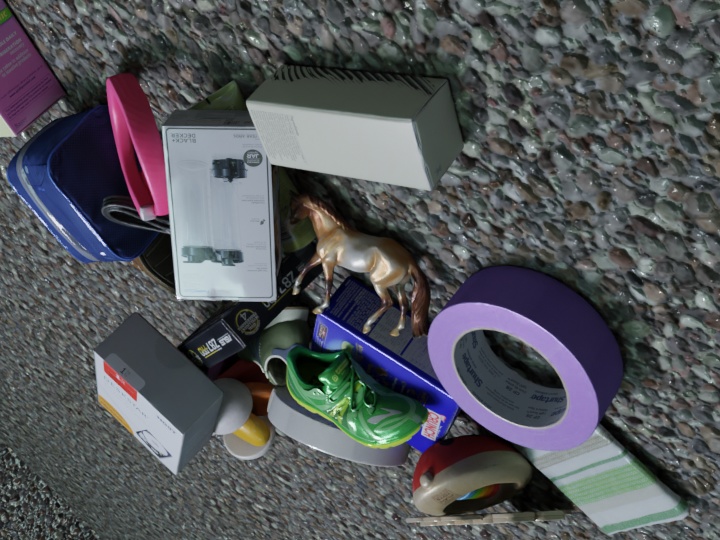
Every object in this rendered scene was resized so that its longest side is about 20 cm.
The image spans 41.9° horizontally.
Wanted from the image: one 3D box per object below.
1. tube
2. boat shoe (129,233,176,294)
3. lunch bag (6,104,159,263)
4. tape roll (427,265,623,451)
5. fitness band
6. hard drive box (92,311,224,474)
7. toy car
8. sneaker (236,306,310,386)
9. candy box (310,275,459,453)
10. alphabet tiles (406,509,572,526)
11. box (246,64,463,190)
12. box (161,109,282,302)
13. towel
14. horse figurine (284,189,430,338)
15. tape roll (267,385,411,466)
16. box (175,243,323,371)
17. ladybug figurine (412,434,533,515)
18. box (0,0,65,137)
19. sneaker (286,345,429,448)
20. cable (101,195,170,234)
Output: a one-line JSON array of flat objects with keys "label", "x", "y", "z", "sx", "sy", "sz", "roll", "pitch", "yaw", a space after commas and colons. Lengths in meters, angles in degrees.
[{"label": "tube", "x": -0.116, "y": -0.112, "z": 1.053, "sx": 0.052, "sy": 0.058, "sz": 0.201, "roll": 4, "pitch": 136, "yaw": 52}, {"label": "boat shoe", "x": -0.300, "y": -0.037, "z": 1.323, "sx": 0.200, "sy": 0.072, "sz": 0.068, "roll": 45, "pitch": 153, "yaw": 7}, {"label": "lunch bag", "x": -0.340, "y": -0.102, "z": 1.209, "sx": 0.132, "sy": 0.136, "sz": 0.201, "roll": 1, "pitch": 134, "yaw": 45}, {"label": "tape roll", "x": 0.171, "y": 0.095, "z": 0.991, "sx": 0.199, "sy": 0.066, "sz": 0.201, "roll": 25, "pitch": 141, "yaw": 23}, {"label": "fitness band", "x": -0.254, "y": -0.143, "z": 1.070, "sx": 0.200, "sy": 0.037, "sz": 0.145, "roll": -130, "pitch": 29, "yaw": -53}, {"label": "hard drive box", "x": -0.266, "y": 0.165, "z": 1.227, "sx": 0.156, "sy": 0.077, "sz": 0.200, "roll": 41, "pitch": 152, "yaw": 8}, {"label": "toy car", "x": -0.205, "y": 0.180, "z": 1.416, "sx": 0.198, "sy": 0.151, "sz": 0.175, "roll": 19, "pitch": 157, "yaw": 22}, {"label": "sneaker", "x": -0.122, "y": 0.117, "z": 1.292, "sx": 0.067, "sy": 0.091, "sz": 0.200, "roll": 0, "pitch": 162, "yaw": -28}, {"label": "candy box", "x": 0.038, "y": 0.124, "z": 1.168, "sx": 0.199, "sy": 0.077, "sz": 0.170, "roll": 32, "pitch": 147, "yaw": 12}, {"label": "alphabet tiles", "x": 0.168, "y": 0.325, "z": 1.229, "sx": 0.194, "sy": 0.015, "sz": 0.200, "roll": 6, "pitch": 163, "yaw": -31}, {"label": "box", "x": -0.007, "y": -0.139, "z": 0.891, "sx": 0.199, "sy": 0.069, "sz": 0.083, "roll": 14, "pitch": 140, "yaw": 33}, {"label": "box", "x": -0.146, "y": -0.068, "z": 1.017, "sx": 0.115, "sy": 0.060, "sz": 0.202, "roll": 0, "pitch": 115, "yaw": 2}, {"label": "towel", "x": 0.275, "y": 0.229, "z": 1.114, "sx": 0.200, "sy": 0.031, "sz": 0.149, "roll": 44, "pitch": 146, "yaw": -4}, {"label": "horse figurine", "x": 0.000, "y": 0.000, "z": 1.046, "sx": 0.199, "sy": 0.050, "sz": 0.134, "roll": 23, "pitch": 116, "yaw": 14}, {"label": "tape roll", "x": -0.027, "y": 0.206, "z": 1.261, "sx": 0.201, "sy": 0.037, "sz": 0.203, "roll": 18, "pitch": -175, "yaw": -1}, {"label": "box", "x": -0.143, "y": 0.051, "z": 1.179, "sx": 0.049, "sy": 0.161, "sz": 0.200, "roll": 48, "pitch": 146, "yaw": -7}, {"label": "ladybug figurine", "x": 0.134, "y": 0.251, "z": 1.170, "sx": 0.135, "sy": 0.072, "sz": 0.199, "roll": -37, "pitch": 150, "yaw": 25}, {"label": "box", "x": -0.507, "y": -0.276, "z": 1.197, "sx": 0.175, "sy": 0.097, "sz": 0.201, "roll": 5, "pitch": 136, "yaw": 42}, {"label": "sneaker", "x": -0.014, "y": 0.146, "z": 1.107, "sx": 0.199, "sy": 0.074, "sz": 0.084, "roll": 18, "pitch": 145, "yaw": 30}, {"label": "cable", "x": -0.213, "y": -0.062, "z": 1.160, "sx": 0.198, "sy": 0.051, "sz": 0.097, "roll": 12, "pitch": 157, "yaw": 1}]
